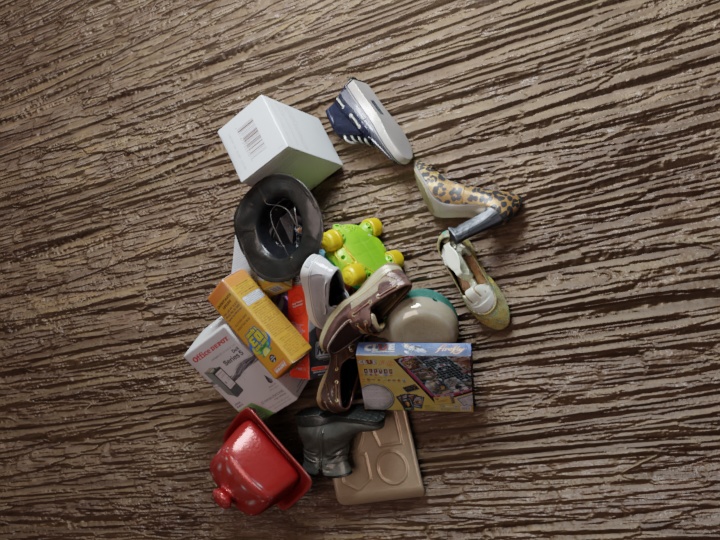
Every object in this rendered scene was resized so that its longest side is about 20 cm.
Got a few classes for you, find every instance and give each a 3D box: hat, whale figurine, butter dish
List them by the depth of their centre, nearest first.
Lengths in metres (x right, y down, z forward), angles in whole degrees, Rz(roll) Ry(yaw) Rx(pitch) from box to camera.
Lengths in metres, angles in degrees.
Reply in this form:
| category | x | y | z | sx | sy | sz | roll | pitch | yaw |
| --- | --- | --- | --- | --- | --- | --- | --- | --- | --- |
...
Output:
| category | x | y | z | sx | sy | sz | roll | pitch | yaw |
| --- | --- | --- | --- | --- | --- | --- | --- | --- | --- |
| hat | -0.129 | -0.080 | 1.490 | 0.200 | 0.081 | 0.201 | 7 | 104 | 31 |
| whale figurine | 0.099 | 0.118 | 1.500 | 0.159 | 0.104 | 0.200 | 18 | 125 | -5 |
| butter dish | -0.219 | 0.396 | 1.591 | 0.200 | 0.148 | 0.200 | 48 | 143 | 8 |

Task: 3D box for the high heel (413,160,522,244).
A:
| category | x | y | z | sx | sy | sz | roll | pitch | yaw |
| --- | --- | --- | --- | --- | --- | --- | --- | --- | --- |
| high heel | 0.187 | -0.145 | 1.475 | 0.142 | 0.071 | 0.200 | -26 | 57 | -6 |

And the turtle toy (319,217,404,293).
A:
| category | x | y | z | sx | sy | sz | roll | pitch | yaw |
| --- | --- | --- | --- | --- | --- | --- | --- | --- | --- |
| turtle toy | 0.000 | 0.000 | 1.523 | 0.200 | 0.146 | 0.101 | 58 | 135 | 14 |

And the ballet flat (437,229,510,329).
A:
| category | x | y | z | sx | sy | sz | roll | pitch | yaw |
| --- | --- | --- | --- | --- | --- | --- | --- | --- | --- |
| ballet flat | 0.193 | 0.018 | 1.457 | 0.071 | 0.071 | 0.200 | -32 | 78 | 24 |

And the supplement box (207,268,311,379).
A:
| category | x | y | z | sx | sy | sz | roll | pitch | yaw |
| --- | --- | --- | --- | --- | --- | --- | --- | --- | --- |
| supplement box | -0.184 | 0.097 | 1.512 | 0.200 | 0.069 | 0.067 | 47 | 126 | 5 |

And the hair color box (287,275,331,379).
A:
| category | x | y | z | sx | sy | sz | roll | pitch | yaw |
| --- | --- | --- | --- | --- | --- | --- | --- | --- | --- |
| hair color box | -0.081 | 0.098 | 1.571 | 0.061 | 0.101 | 0.201 | -1 | 92 | 46 |

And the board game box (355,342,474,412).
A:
| category | x | y | z | sx | sy | sz | roll | pitch | yaw |
| --- | --- | --- | --- | --- | --- | --- | --- | --- | --- |
| board game box | 0.099 | 0.188 | 1.464 | 0.199 | 0.035 | 0.136 | 0 | 126 | 11 |

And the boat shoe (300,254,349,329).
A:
| category | x | y | z | sx | sy | sz | roll | pitch | yaw |
| --- | --- | --- | --- | --- | --- | --- | --- | --- | --- |
| boat shoe | -0.050 | 0.048 | 1.462 | 0.068 | 0.072 | 0.200 | 25 | 146 | 25 |

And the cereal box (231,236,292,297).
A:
| category | x | y | z | sx | sy | sz | roll | pitch | yaw |
| --- | --- | --- | --- | --- | --- | --- | --- | --- | --- |
| cereal box | -0.187 | -0.039 | 1.598 | 0.144 | 0.039 | 0.201 | -22 | 54 | 37 |

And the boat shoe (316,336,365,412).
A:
| category | x | y | z | sx | sy | sz | roll | pitch | yaw |
| --- | --- | --- | --- | --- | --- | --- | --- | --- | --- |
| boat shoe | -0.022 | 0.165 | 1.537 | 0.070 | 0.070 | 0.201 | -9 | 65 | 54 |

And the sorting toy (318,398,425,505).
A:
| category | x | y | z | sx | sy | sz | roll | pitch | yaw |
| --- | --- | --- | --- | --- | --- | --- | --- | --- | --- |
| sorting toy | 0.021 | 0.339 | 1.575 | 0.185 | 0.036 | 0.201 | -15 | 90 | 26 |

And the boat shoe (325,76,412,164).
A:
| category | x | y | z | sx | sy | sz | roll | pitch | yaw |
| --- | --- | --- | --- | --- | --- | --- | --- | --- | --- |
| boat shoe | 0.014 | -0.255 | 1.539 | 0.093 | 0.075 | 0.200 | -42 | 66 | 28 |

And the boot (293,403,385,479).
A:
| category | x | y | z | sx | sy | sz | roll | pitch | yaw |
| --- | --- | --- | --- | --- | --- | --- | --- | --- | --- |
| boot | -0.030 | 0.322 | 1.550 | 0.199 | 0.068 | 0.131 | -7 | 100 | 31 |

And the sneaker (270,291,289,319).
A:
| category | x | y | z | sx | sy | sz | roll | pitch | yaw |
| --- | --- | --- | --- | --- | --- | --- | --- | --- | --- |
| sneaker | -0.125 | 0.034 | 1.614 | 0.114 | 0.073 | 0.201 | -33 | 78 | 20 |

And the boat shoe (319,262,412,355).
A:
| category | x | y | z | sx | sy | sz | roll | pitch | yaw |
| --- | --- | --- | --- | --- | --- | --- | --- | --- | --- |
| boat shoe | 0.011 | 0.079 | 1.431 | 0.200 | 0.072 | 0.072 | -45 | 51 | 6 |

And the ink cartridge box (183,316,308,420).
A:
| category | x | y | z | sx | sy | sz | roll | pitch | yaw |
| --- | --- | --- | --- | --- | --- | --- | --- | --- | --- |
| ink cartridge box | -0.218 | 0.182 | 1.600 | 0.200 | 0.084 | 0.145 | 47 | 127 | -12 |

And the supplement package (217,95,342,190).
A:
| category | x | y | z | sx | sy | sz | roll | pitch | yaw |
| --- | --- | --- | --- | --- | --- | --- | --- | --- | --- |
| supplement package | -0.145 | -0.224 | 1.537 | 0.117 | 0.200 | 0.117 | -35 | 71 | 22 |
